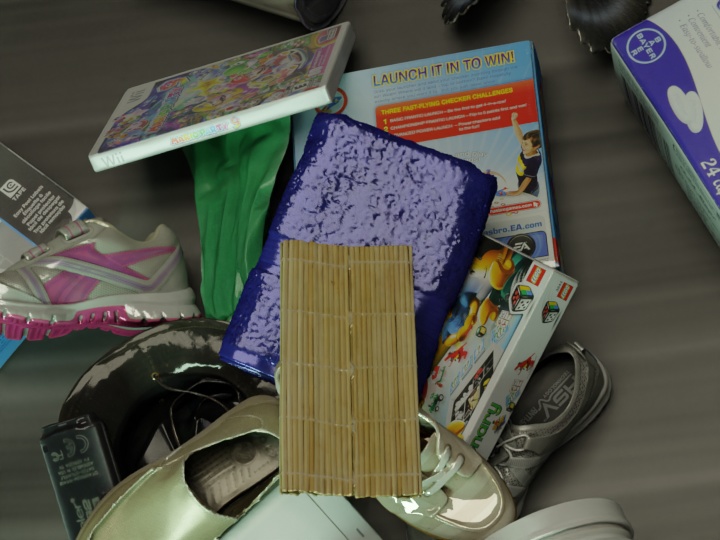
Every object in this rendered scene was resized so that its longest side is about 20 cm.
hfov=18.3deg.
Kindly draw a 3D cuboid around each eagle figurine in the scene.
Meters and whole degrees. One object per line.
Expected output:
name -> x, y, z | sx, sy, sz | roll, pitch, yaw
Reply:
eagle figurine -> 0.153, -0.280, 1.783 | 0.152, 0.150, 0.201 | 23, 107, 62

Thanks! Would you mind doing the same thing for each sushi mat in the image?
sushi mat -> -0.008, 0.066, 1.524 | 0.095, 0.012, 0.201 | 5, 58, -9

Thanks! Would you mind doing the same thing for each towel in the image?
towel -> 0.000, 0.000, 1.612 | 0.147, 0.050, 0.201 | 21, 85, 3

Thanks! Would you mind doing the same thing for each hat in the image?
hat -> -0.124, 0.129, 1.675 | 0.200, 0.081, 0.201 | 0, 92, 8

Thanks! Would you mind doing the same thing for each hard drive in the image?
hard drive -> -0.069, 0.248, 1.610 | 0.200, 0.027, 0.132 | -42, 99, -6

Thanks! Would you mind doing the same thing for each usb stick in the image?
usb stick -> -0.183, 0.204, 1.630 | 0.055, 0.033, 0.201 | -17, 90, 19

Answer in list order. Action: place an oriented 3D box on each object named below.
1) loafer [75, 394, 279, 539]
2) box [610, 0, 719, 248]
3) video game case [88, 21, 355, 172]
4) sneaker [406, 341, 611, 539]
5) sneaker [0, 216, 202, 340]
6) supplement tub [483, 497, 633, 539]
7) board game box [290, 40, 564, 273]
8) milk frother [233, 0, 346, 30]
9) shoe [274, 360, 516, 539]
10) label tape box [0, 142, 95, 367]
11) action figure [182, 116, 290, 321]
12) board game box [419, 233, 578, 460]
loafer -> -0.125, 0.162, 1.582 | 0.200, 0.068, 0.076 | -43, 95, -4
box -> 0.319, -0.132, 1.670 | 0.200, 0.105, 0.184 | -29, 64, 0
video game case -> -0.107, -0.138, 1.769 | 0.199, 0.018, 0.143 | -16, 23, 15
sneaker -> 0.099, 0.125, 1.625 | 0.075, 0.082, 0.200 | 34, 79, 25
sneaker -> -0.224, 0.004, 1.727 | 0.199, 0.081, 0.089 | 0, 78, -21
supplement tub -> 0.158, 0.271, 1.512 | 0.145, 0.145, 0.200 | -24, 63, 3
board game box -> 0.050, -0.065, 1.736 | 0.199, 0.056, 0.196 | -9, 65, 11
milk frother -> -0.099, -0.322, 1.808 | 0.188, 0.200, 0.181 | 18, 69, 20
shoe -> 0.020, 0.122, 1.539 | 0.200, 0.053, 0.070 | 35, 86, 10
label tape box -> -0.324, -0.035, 1.815 | 0.200, 0.066, 0.143 | 35, 79, 23
action figure -> -0.091, -0.026, 1.740 | 0.118, 0.055, 0.201 | -26, 53, 39
board game box -> 0.063, 0.071, 1.616 | 0.126, 0.035, 0.200 | 28, 92, 47
